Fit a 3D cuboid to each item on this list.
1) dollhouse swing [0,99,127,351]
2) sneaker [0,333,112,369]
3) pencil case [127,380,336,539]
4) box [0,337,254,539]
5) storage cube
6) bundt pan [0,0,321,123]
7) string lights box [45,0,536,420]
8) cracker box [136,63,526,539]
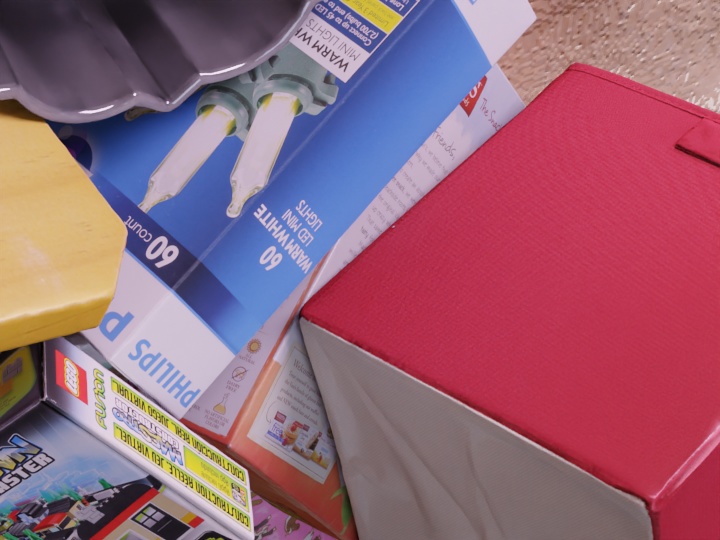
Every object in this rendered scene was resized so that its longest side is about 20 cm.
[{"bbox_3d":[-0.208,0.008,0.653,0.182,0.200,0.175,-51,154,23],"label":"dollhouse swing"},{"bbox_3d":[-0.173,0.059,0.846,0.199,0.074,0.119,-15,136,-12],"label":"sneaker"},{"bbox_3d":[-0.052,0.108,0.999,0.083,0.086,0.201,-60,155,-27],"label":"pencil case"},{"bbox_3d":[-0.148,0.106,0.742,0.199,0.035,0.110,-33,131,21],"label":"box"},{"bbox_3d":[0.108,0.054,0.832,0.180,0.199,0.172,-41,140,-28],"label":"storage cube"},{"bbox_3d":[-0.078,-0.152,0.662,0.201,0.076,0.203,-23,139,-22],"label":"bundt pan"},{"bbox_3d":[-0.042,-0.057,0.758,0.200,0.103,0.059,-49,147,-6],"label":"string lights box"},{"bbox_3d":[0.000,0.000,0.871,0.201,0.057,0.134,-61,148,-12],"label":"cracker box"}]
